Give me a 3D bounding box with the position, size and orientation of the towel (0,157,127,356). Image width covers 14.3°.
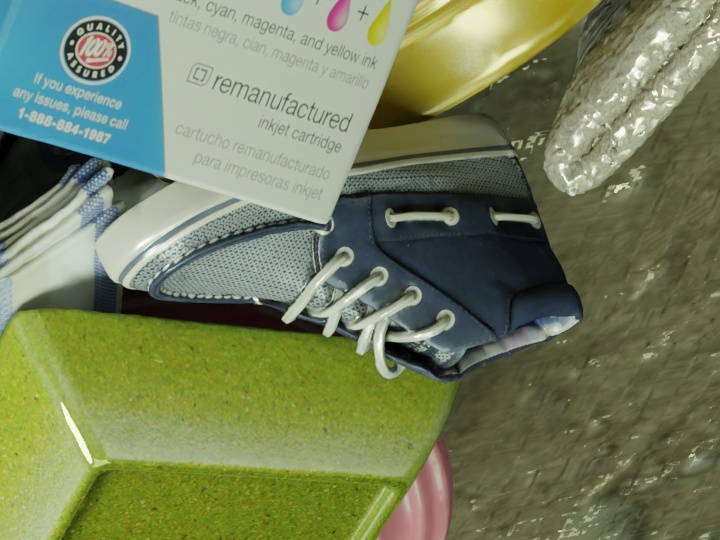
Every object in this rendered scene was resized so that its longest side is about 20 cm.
[{"bbox_3d":[-0.167,0.049,1.048,0.200,0.024,0.147,-36,158,-23],"label":"towel"}]

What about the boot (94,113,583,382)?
[{"bbox_3d":[0.000,0.000,1.071,0.200,0.090,0.073,-15,161,-40],"label":"boot"}]

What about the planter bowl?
[{"bbox_3d":[-0.002,-0.115,1.019,0.200,0.083,0.200,-25,166,-7],"label":"planter bowl"}]

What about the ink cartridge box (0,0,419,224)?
[{"bbox_3d":[-0.062,-0.141,0.847,0.147,0.145,0.200,16,99,-45],"label":"ink cartridge box"}]

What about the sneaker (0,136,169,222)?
[{"bbox_3d":[-0.126,-0.010,1.126,0.200,0.075,0.087,-35,150,17],"label":"sneaker"}]

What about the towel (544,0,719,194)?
[{"bbox_3d":[0.138,-0.125,1.066,0.034,0.133,0.200,36,123,-8],"label":"towel"}]

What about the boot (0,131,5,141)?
[{"bbox_3d":[-0.245,-0.033,1.034,0.200,0.066,0.165,9,137,-46],"label":"boot"}]

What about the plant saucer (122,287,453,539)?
[{"bbox_3d":[-0.062,0.096,1.230,0.200,0.051,0.201,6,123,10],"label":"plant saucer"}]

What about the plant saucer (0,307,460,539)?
[{"bbox_3d":[-0.075,0.107,1.119,0.200,0.048,0.200,6,132,-32],"label":"plant saucer"}]
